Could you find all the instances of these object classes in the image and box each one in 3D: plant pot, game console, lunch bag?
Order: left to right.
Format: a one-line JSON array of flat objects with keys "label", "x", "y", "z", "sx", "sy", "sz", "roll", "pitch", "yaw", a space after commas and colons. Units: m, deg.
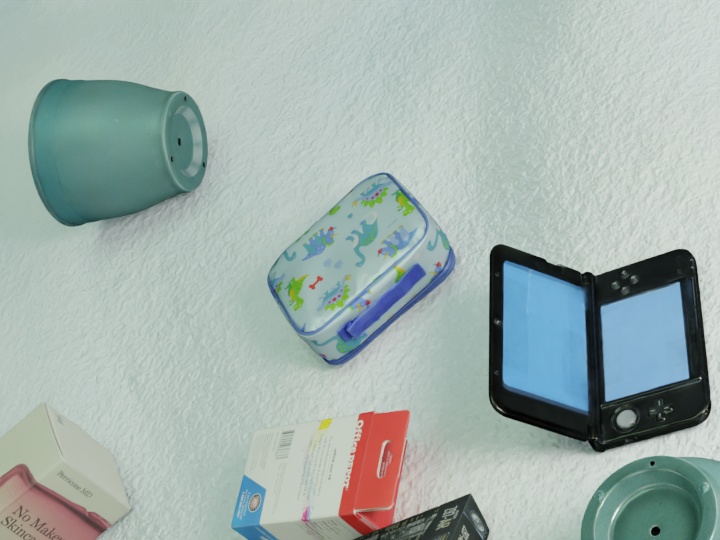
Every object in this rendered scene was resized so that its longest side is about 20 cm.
[{"label": "plant pot", "x": -0.313, "y": -0.166, "z": 2.000, "sx": 0.186, "sy": 0.201, "sz": 0.201, "roll": -3, "pitch": 53, "yaw": 19}, {"label": "lunch bag", "x": 0.000, "y": 0.000, "z": 1.665, "sx": 0.200, "sy": 0.082, "sz": 0.161, "roll": -42, "pitch": 39, "yaw": 3}, {"label": "game console", "x": 0.224, "y": 0.055, "z": 1.404, "sx": 0.175, "sy": 0.116, "sz": 0.201, "roll": -19, "pitch": 46, "yaw": 27}, {"label": "plant pot", "x": 0.259, "y": 0.233, "z": 1.209, "sx": 0.199, "sy": 0.134, "sz": 0.201, "roll": -22, "pitch": 45, "yaw": 23}]

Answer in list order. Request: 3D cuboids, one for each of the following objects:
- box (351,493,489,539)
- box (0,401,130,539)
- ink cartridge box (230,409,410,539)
[{"label": "box", "x": 0.023, "y": 0.288, "z": 1.349, "sx": 0.159, "sy": 0.044, "sz": 0.200, "roll": -25, "pitch": 9, "yaw": 21}, {"label": "box", "x": -0.387, "y": 0.275, "z": 1.719, "sx": 0.200, "sy": 0.128, "sz": 0.109, "roll": -40, "pitch": 40, "yaw": 6}, {"label": "ink cartridge box", "x": -0.026, "y": 0.215, "z": 1.513, "sx": 0.199, "sy": 0.067, "sz": 0.117, "roll": -12, "pitch": 50, "yaw": 33}]
